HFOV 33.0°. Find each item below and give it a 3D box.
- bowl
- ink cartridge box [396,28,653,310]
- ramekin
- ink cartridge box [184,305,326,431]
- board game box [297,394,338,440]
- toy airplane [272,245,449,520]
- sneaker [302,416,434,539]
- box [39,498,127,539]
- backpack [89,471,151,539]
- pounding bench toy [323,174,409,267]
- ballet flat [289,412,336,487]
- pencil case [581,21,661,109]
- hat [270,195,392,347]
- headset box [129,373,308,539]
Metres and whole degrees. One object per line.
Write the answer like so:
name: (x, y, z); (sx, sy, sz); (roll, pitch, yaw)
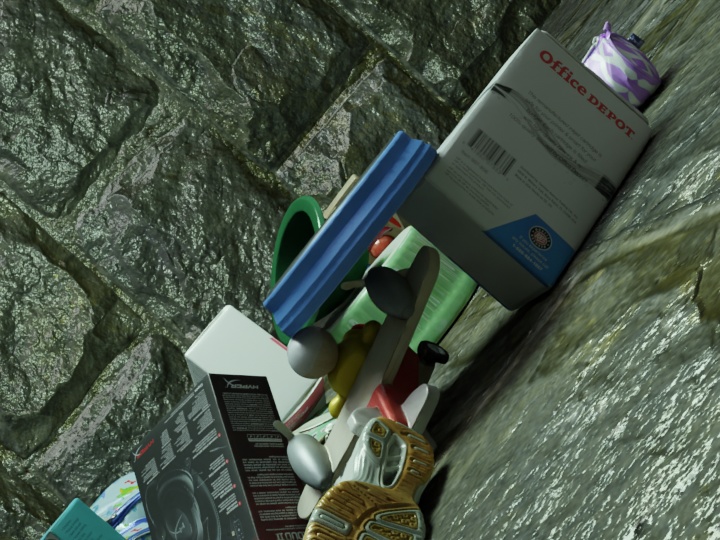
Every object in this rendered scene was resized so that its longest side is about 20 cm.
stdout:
bowl: (-0.012, -0.033, 1.031); (0.201, 0.039, 0.201); (-52, 3, 4)
ink cartridge box: (0.147, -0.091, 1.081); (0.201, 0.144, 0.084); (-52, 4, -26)
ramekin: (0.040, 0.044, 1.403); (0.201, 0.097, 0.200); (-50, 4, 5)
ink cartridge box: (-0.115, 0.151, 1.422); (0.083, 0.146, 0.201); (-49, -19, -22)
board game box: (-0.061, 0.198, 1.274); (0.199, 0.029, 0.134); (-40, 8, -8)
toy airplane: (0.000, 0.097, 1.026); (0.200, 0.140, 0.202); (122, 173, -60)
sneaker: (0.002, 0.185, 0.847); (0.088, 0.075, 0.200); (-63, -7, 24)
box: (-0.190, 0.288, 1.010); (0.082, 0.199, 0.049); (-48, 4, 28)
backpack: (-0.243, 0.341, 1.373); (0.200, 0.184, 0.146); (-48, 26, -24)
pounding bench toy: (0.048, -0.021, 1.872); (0.125, 0.199, 0.157); (-51, 35, 16)
ballet flat: (-0.058, 0.191, 1.160); (0.199, 0.071, 0.071); (-40, 5, 7)
pencil case: (0.225, -0.159, 1.275); (0.200, 0.085, 0.084); (-50, 15, 24)
hat: (0.000, 0.000, 1.432); (0.166, 0.174, 0.203); (140, 133, -56)
headset box: (-0.124, 0.219, 1.109); (0.077, 0.202, 0.149); (6, -40, -43)
